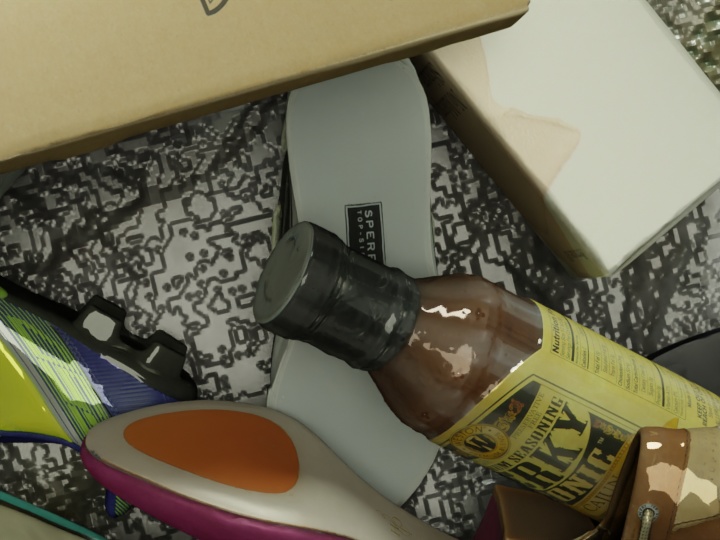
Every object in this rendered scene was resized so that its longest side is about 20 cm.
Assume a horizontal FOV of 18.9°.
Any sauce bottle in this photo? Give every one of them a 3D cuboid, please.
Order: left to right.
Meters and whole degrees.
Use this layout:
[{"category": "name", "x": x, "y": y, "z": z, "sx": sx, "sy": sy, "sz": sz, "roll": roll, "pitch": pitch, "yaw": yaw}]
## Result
[{"category": "sauce bottle", "x": 0.054, "y": 0.042, "z": 0.792, "sx": 0.200, "sy": 0.065, "sz": 0.065, "roll": 25, "pitch": 87, "yaw": -21}]

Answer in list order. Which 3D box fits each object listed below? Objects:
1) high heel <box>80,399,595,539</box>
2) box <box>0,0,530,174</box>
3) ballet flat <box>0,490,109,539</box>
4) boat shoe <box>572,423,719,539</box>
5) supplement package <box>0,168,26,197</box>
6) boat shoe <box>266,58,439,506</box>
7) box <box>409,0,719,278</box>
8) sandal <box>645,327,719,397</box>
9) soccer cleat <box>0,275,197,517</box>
[{"category": "high heel", "x": -0.015, "y": 0.111, "z": 0.824, "sx": 0.199, "sy": 0.067, "sz": 0.096, "roll": 11, "pitch": 125, "yaw": -15}, {"category": "box", "x": -0.062, "y": -0.130, "z": 0.703, "sx": 0.200, "sy": 0.021, "sz": 0.164, "roll": -19, "pitch": 79, "yaw": -25}, {"category": "ballet flat", "x": -0.089, "y": 0.129, "z": 0.803, "sx": 0.199, "sy": 0.069, "sz": 0.070, "roll": 14, "pitch": 88, "yaw": 26}, {"category": "boat shoe", "x": 0.093, "y": 0.125, "z": 0.783, "sx": 0.074, "sy": 0.076, "sz": 0.200, "roll": 18, "pitch": 126, "yaw": -7}, {"category": "supplement package", "x": -0.169, "y": -0.129, "z": 0.758, "sx": 0.191, "sy": 0.147, "sz": 0.200, "roll": 39, "pitch": 62, "yaw": -1}, {"category": "boat shoe", "x": 0.000, "y": 0.000, "z": 0.835, "sx": 0.070, "sy": 0.064, "sz": 0.201, "roll": 1, "pitch": 112, "yaw": -4}, {"category": "box", "x": 0.055, "y": -0.097, "z": 0.830, "sx": 0.078, "sy": 0.095, "sz": 0.200, "roll": -39, "pitch": 90, "yaw": -3}, {"category": "sandal", "x": 0.197, "y": 0.027, "z": 0.860, "sx": 0.200, "sy": 0.043, "sz": 0.076, "roll": -33, "pitch": 91, "yaw": -3}, {"category": "soccer cleat", "x": -0.160, "y": 0.029, "z": 0.830, "sx": 0.200, "sy": 0.065, "sz": 0.084, "roll": 26, "pitch": 93, "yaw": -2}]
